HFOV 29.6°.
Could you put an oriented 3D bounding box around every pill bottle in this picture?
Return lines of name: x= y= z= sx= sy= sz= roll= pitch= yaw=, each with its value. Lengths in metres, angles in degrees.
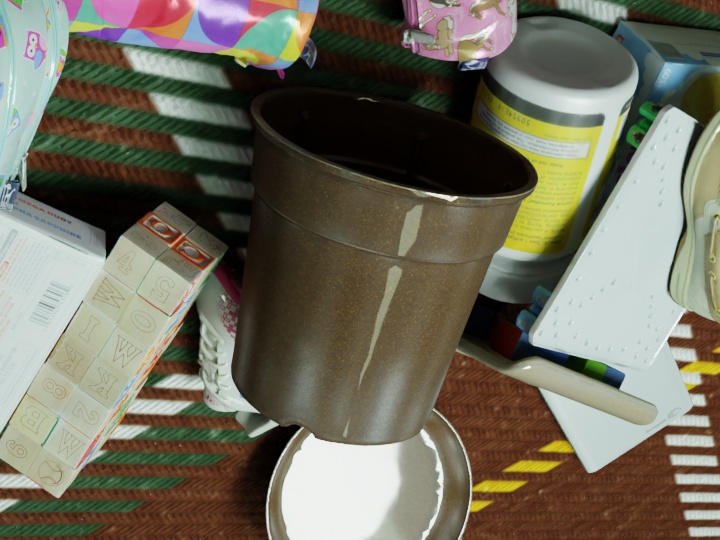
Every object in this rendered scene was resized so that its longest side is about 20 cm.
pill bottle: x=0.133 y=-0.080 z=1.040 sx=0.113 sy=0.115 sz=0.201 roll=-8 pitch=132 yaw=-23

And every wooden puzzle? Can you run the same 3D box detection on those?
wooden puzzle: x=0.127 y=0.063 z=1.129 sx=0.184 sy=0.199 sz=0.047 roll=22 pitch=89 yaw=-41

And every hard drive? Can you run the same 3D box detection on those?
hard drive: x=0.249 y=0.113 z=1.344 sx=0.131 sy=0.027 sz=0.200 roll=-33 pitch=137 yaw=2

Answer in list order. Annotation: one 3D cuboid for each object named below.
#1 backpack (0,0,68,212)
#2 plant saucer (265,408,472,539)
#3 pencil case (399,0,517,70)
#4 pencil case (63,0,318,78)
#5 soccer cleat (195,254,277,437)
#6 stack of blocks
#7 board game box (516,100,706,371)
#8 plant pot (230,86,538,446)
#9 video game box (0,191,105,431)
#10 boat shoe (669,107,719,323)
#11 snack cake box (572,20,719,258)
backpack: x=-0.251 y=-0.096 z=0.745 sx=0.201 sy=0.166 sz=0.127 roll=-60 pitch=174 yaw=25
plant saucer: x=0.006 y=0.205 z=1.234 sx=0.198 sy=0.032 sz=0.202 roll=-3 pitch=99 yaw=-20
pencil case: x=0.058 y=-0.231 z=0.887 sx=0.082 sy=0.087 sz=0.201 roll=5 pitch=136 yaw=13
pencil case: x=-0.120 y=-0.172 z=0.838 sx=0.199 sy=0.089 sz=0.089 roll=7 pitch=125 yaw=-32
soccer cleat: x=-0.098 y=0.068 z=1.074 sx=0.086 sy=0.070 sz=0.200 roll=-34 pitch=138 yaw=-3
stack of blocks: x=-0.175 y=0.051 z=0.979 sx=0.058 sy=0.115 sz=0.201 roll=34 pitch=112 yaw=-1
board game box: x=0.224 y=-0.021 z=1.068 sx=0.199 sy=0.026 sz=0.201 roll=15 pitch=108 yaw=-51
plant pot: x=0.000 y=0.000 z=0.946 sx=0.199 sy=0.200 sz=0.200 roll=2 pitch=114 yaw=-31
video game box: x=-0.296 y=0.021 z=0.908 sx=0.181 sy=0.047 sz=0.201 roll=25 pitch=115 yaw=-25
boat shoe: x=0.289 y=-0.041 z=1.043 sx=0.074 sy=0.066 sz=0.201 roll=-31 pitch=139 yaw=-26
snack cake box: x=0.230 y=-0.097 z=1.112 sx=0.114 sy=0.067 sz=0.201 roll=-2 pitch=129 yaw=-31
